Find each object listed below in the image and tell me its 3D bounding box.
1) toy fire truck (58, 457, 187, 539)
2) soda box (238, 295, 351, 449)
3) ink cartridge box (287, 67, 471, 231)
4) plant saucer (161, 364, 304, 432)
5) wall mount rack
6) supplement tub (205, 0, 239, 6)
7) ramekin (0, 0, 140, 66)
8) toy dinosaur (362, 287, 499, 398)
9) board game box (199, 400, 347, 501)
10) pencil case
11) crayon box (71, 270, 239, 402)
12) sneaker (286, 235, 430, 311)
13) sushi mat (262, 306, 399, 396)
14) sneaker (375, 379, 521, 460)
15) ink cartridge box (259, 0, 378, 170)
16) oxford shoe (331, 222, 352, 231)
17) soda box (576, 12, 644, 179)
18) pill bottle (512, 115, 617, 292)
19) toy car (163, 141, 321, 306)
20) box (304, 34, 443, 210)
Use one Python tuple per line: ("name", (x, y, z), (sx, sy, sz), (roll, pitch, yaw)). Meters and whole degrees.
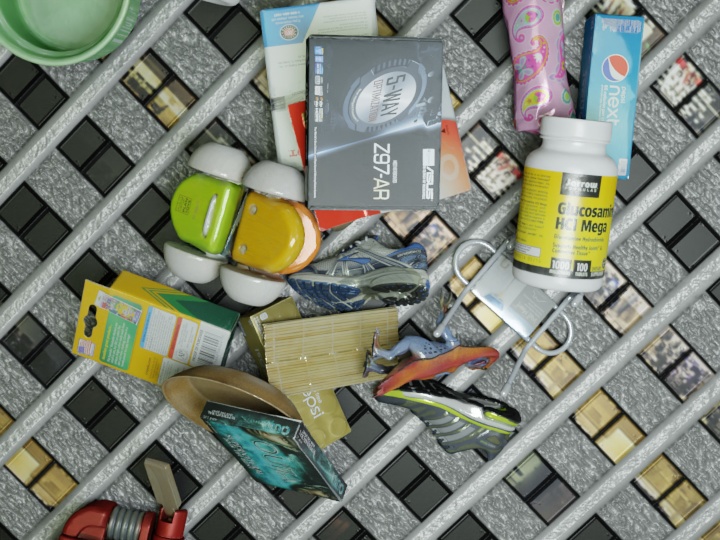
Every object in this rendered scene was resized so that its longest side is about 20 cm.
("toy fire truck", (-0.313, 0.344, 1.321), (0.174, 0.129, 0.202), (12, 86, 1))
("soda box", (-0.088, 0.139, 1.294), (0.067, 0.064, 0.201), (-26, 97, -25))
("ink cartridge box", (0.027, -0.151, 1.185), (0.199, 0.050, 0.164), (-19, 101, -23))
("plant saucer", (-0.154, 0.170, 1.235), (0.199, 0.201, 0.036), (21, 62, 0))
("wall mount rack", (0.188, 0.056, 1.268), (0.200, 0.075, 0.174), (41, 85, -2))
("supplement tub", (-0.186, -0.442, 1.201), (0.131, 0.132, 0.202), (16, 98, 0))
("ramekin", (-0.376, -0.359, 1.235), (0.198, 0.098, 0.202), (0, 97, 2))
("toy dinosaur", (0.096, 0.125, 1.256), (0.180, 0.201, 0.106), (9, 130, -7))
("board game box", (-0.107, 0.234, 1.246), (0.134, 0.200, 0.028), (8, 59, 24))
("pencil case", (0.226, -0.274, 1.230), (0.087, 0.087, 0.202), (-6, 96, 3))
("crayon box", (-0.271, 0.083, 1.291), (0.198, 0.052, 0.126), (20, 121, -1))
("sneaker", (0.000, 0.000, 1.284), (0.198, 0.077, 0.086), (0, 59, 19))
("sushi mat", (-0.034, 0.106, 1.276), (0.198, 0.012, 0.097), (-6, 95, -27))
("sneaker", (0.110, 0.200, 1.303), (0.198, 0.074, 0.082), (18, 101, 2))
("ink cartridge box", (-0.043, -0.234, 1.244), (0.144, 0.084, 0.202), (-6, 97, 0))
("oxford shoe", (0.044, -0.101, 1.266), (0.199, 0.070, 0.075), (-34, 97, 6))
("soda box", (0.313, -0.219, 1.240), (0.064, 0.068, 0.202), (5, 97, 1))
("pill bottle", (0.249, -0.082, 1.176), (0.111, 0.112, 0.202), (5, 100, 2))
("toy car", (-0.141, -0.059, 1.236), (0.199, 0.150, 0.177), (19, 98, 23))
("box", (0.014, -0.171, 1.146), (0.159, 0.044, 0.202), (1, 97, -8))
